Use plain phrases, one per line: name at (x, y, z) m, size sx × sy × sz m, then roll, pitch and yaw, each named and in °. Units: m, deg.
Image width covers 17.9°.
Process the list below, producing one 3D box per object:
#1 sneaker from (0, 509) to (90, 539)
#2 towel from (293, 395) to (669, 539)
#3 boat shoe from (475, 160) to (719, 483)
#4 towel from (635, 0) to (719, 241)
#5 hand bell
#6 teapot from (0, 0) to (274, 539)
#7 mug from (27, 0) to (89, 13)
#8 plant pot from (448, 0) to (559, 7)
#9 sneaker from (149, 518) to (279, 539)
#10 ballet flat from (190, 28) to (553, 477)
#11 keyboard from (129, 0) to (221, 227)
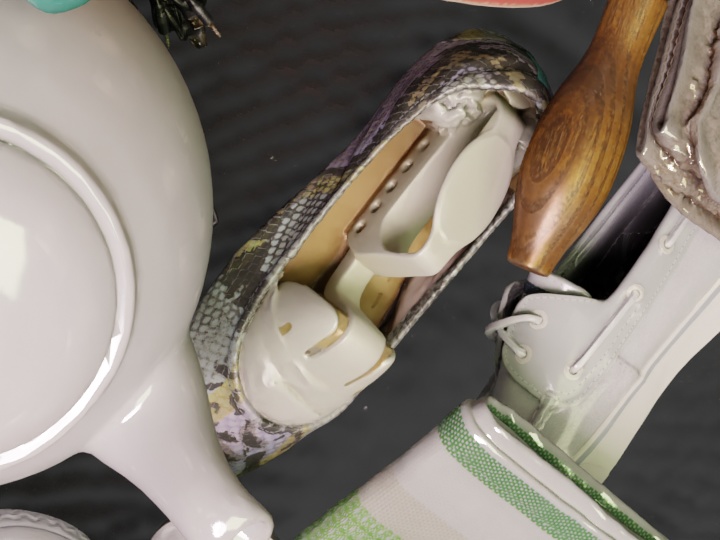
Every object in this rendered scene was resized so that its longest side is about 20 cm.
sneaker at (-0.133, 0.182, 0.764) m, size 0.074 × 0.115 × 0.201 m, roll 11°, pitch 131°, yaw -12°
towel at (0.024, 0.139, 0.850) m, size 0.149 × 0.031 × 0.200 m, roll 39°, pitch 120°, yaw -22°
boat shoe at (0.083, 0.023, 0.861) m, size 0.200 × 0.072 × 0.069 m, roll -44°, pitch 116°, yaw -4°
towel at (0.189, -0.050, 0.872) m, size 0.199 × 0.034 × 0.134 m, roll 30°, pitch 63°, yaw -30°
hand bell at (0.095, -0.094, 0.789) m, size 0.104 × 0.104 × 0.201 m, roll 25°, pitch 86°, yaw -28°
teapot at (-0.134, -0.010, 0.696) m, size 0.198 × 0.146 × 0.199 m, roll -6°, pitch 114°, yaw -8°
mug at (-0.143, -0.166, 0.657) m, size 0.151 × 0.114 × 0.187 m, roll -2°, pitch 99°, yaw 3°
plant pot at (0.027, -0.190, 0.708) m, size 0.199 × 0.201 × 0.179 m, roll 7°, pitch 114°, yaw -25°
sneaker at (-0.072, 0.184, 0.813) m, size 0.066 × 0.091 × 0.201 m, roll 14°, pitch 124°, yaw 0°
ballet flat at (0.000, 0.000, 0.819) m, size 0.072 × 0.072 × 0.201 m, roll 39°, pitch 90°, yaw -29°
keyboard at (-0.100, -0.094, 0.772) m, size 0.103 × 0.040 × 0.201 m, roll -16°, pitch 116°, yaw 7°
